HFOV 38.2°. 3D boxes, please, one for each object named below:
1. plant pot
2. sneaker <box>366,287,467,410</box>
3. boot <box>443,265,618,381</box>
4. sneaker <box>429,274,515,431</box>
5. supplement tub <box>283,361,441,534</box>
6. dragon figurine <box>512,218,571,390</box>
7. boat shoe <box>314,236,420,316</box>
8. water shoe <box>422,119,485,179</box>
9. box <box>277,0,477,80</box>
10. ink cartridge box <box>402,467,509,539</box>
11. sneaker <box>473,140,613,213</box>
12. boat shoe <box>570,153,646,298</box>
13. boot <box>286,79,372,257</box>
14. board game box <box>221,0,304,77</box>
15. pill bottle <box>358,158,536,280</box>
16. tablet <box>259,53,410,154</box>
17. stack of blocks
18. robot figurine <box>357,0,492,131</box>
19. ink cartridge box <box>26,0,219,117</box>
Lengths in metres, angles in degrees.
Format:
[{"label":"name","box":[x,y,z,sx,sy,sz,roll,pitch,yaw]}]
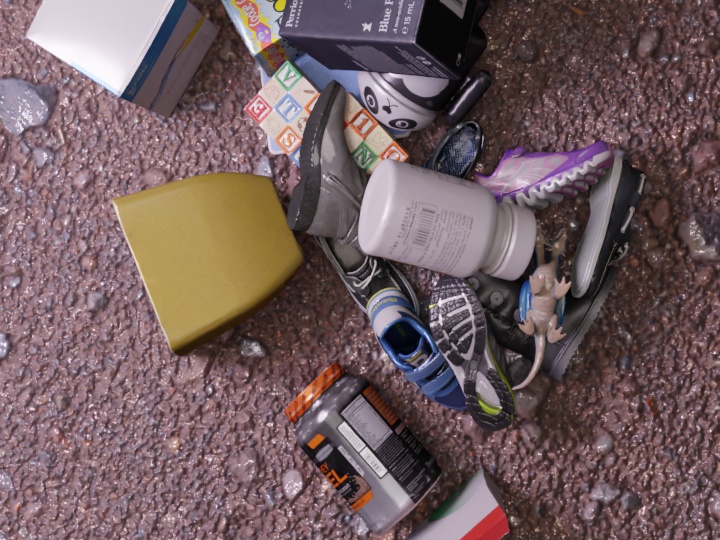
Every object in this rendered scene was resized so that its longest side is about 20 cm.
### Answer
[{"label":"plant pot","box":[-0.182,-0.022,1.335,0.197,0.195,0.197,-23,87,-9]},{"label":"sneaker","box":[0.082,0.115,1.331,0.074,0.082,0.200,-43,106,9]},{"label":"boot","box":[0.211,0.022,1.347,0.198,0.066,0.167,31,92,11]},{"label":"sneaker","box":[0.142,0.098,1.310,0.073,0.081,0.204,-17,97,16]},{"label":"supplement tub","box":[0.000,0.224,1.336,0.122,0.122,0.200,-43,84,5]},{"label":"dragon figurine","box":[0.224,0.042,1.278,0.058,0.099,0.205,5,103,8]},{"label":"boat shoe","box":[0.000,0.000,1.363,0.072,0.071,0.200,-44,88,3]},{"label":"water shoe","box":[0.095,-0.107,1.349,0.071,0.079,0.203,27,93,6]},{"label":"box","box":[0.031,-0.339,1.193,0.197,0.117,0.201,11,86,35]},{"label":"ink cartridge box","box":[0.108,0.331,1.283,0.161,0.200,0.050,-43,85,4]},{"label":"sneaker","box":[0.223,-0.124,1.323,0.198,0.080,0.090,-26,72,24]},{"label":"boat shoe","box":[0.314,-0.051,1.301,0.059,0.076,0.203,23,72,-9]},{"label":"boot","box":[-0.013,-0.125,1.308,0.128,0.068,0.204,15,80,-20]},{"label":"board game box","box":[-0.071,-0.359,1.352,0.198,0.105,0.104,-31,83,3]},{"label":"pill bottle","box":[0.105,-0.054,1.250,0.196,0.114,0.117,14,91,-16]},{"label":"tablet","box":[-0.034,-0.233,1.399,0.196,0.014,0.133,-7,89,8]},{"label":"stack of blocks","box":[-0.042,-0.181,1.362,0.115,0.059,0.200,-44,91,10]},{"label":"robot figurine","box":[0.079,-0.271,1.298,0.201,0.123,0.151,-53,51,25]},{"label":"ink cartridge box","box":[-0.298,-0.307,1.338,0.145,0.200,0.148,32,95,6]}]
